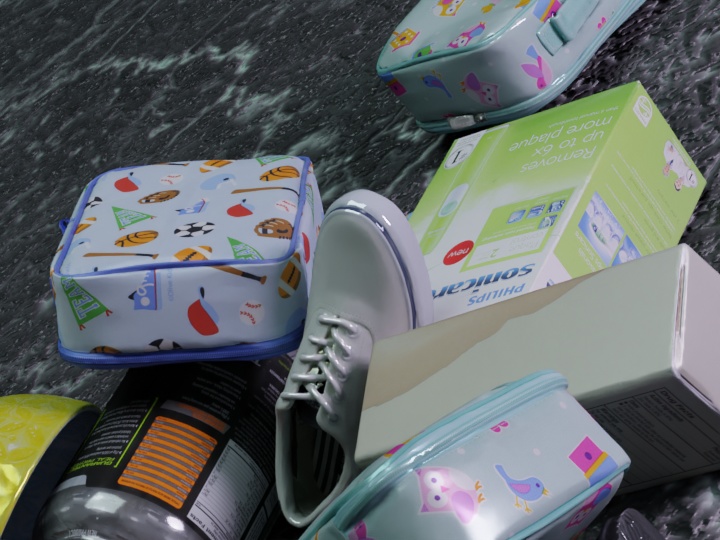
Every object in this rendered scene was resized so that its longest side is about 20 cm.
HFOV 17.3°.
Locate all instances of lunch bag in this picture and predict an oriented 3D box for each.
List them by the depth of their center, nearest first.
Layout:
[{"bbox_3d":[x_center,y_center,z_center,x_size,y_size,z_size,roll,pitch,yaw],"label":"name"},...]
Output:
[{"bbox_3d":[0.028,0.136,1.096,0.160,0.077,0.200,-29,-18,-44],"label":"lunch bag"},{"bbox_3d":[-0.103,-0.007,1.391,0.160,0.076,0.200,-6,20,5],"label":"lunch bag"},{"bbox_3d":[0.116,-0.179,1.667,0.160,0.077,0.200,-4,39,50],"label":"lunch bag"}]

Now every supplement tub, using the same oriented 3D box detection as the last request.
[{"bbox_3d":[-0.110,0.133,1.366,0.122,0.123,0.200,-17,30,38],"label":"supplement tub"}]

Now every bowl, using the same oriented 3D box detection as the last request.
[{"bbox_3d":[-0.237,0.155,1.385,0.107,0.200,0.200,19,44,9],"label":"bowl"}]

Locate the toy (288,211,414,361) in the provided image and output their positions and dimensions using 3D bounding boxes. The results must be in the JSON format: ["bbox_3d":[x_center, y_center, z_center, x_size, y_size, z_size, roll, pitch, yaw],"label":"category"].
[{"bbox_3d":[0.000,0.000,1.481,0.115,0.047,0.200,-13,14,38],"label":"toy"}]

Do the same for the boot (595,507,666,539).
[{"bbox_3d":[0.060,0.207,1.078,0.200,0.066,0.165,-38,13,20],"label":"boot"}]

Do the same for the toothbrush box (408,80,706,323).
[{"bbox_3d":[0.095,-0.004,1.379,0.145,0.086,0.200,-16,32,41],"label":"toothbrush box"}]

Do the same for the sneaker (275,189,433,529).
[{"bbox_3d":[-0.008,0.056,1.294,0.073,0.201,0.071,18,31,28],"label":"sneaker"}]

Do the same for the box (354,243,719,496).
[{"bbox_3d":[0.104,0.065,1.209,0.200,0.095,0.078,-18,48,35],"label":"box"}]
